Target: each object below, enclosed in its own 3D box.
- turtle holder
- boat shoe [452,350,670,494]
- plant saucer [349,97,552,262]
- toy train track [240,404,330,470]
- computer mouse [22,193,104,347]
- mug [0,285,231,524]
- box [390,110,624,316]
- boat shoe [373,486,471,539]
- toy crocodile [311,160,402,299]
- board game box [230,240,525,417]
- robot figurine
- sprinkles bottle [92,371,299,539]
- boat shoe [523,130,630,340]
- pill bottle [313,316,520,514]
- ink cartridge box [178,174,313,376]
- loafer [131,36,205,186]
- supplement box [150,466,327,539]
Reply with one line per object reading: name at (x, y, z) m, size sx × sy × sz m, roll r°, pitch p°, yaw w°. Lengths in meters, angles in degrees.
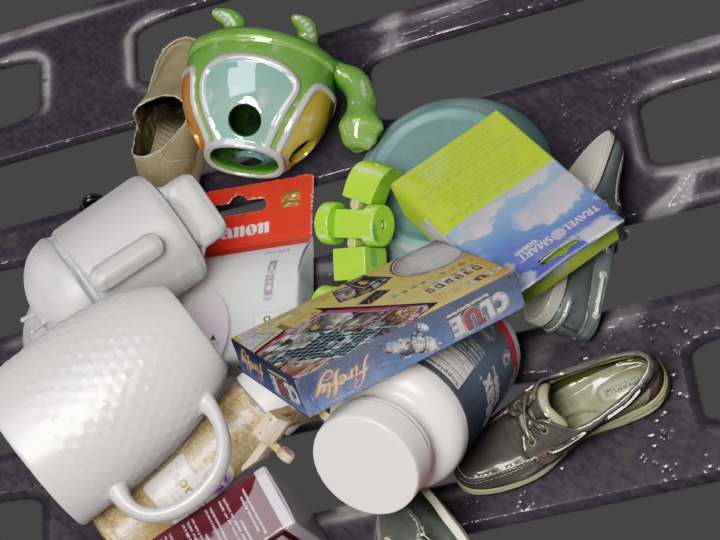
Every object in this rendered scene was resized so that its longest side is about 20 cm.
turtle holder at (-0.081, -0.155, 1.618) m, size 0.185 × 0.141 × 0.132 m, roll 18°, pitch 65°, yaw -20°
boat shoe at (0.161, 0.119, 1.414) m, size 0.200 × 0.066 × 0.072 m, roll -27°, pitch 59°, yaw 7°
plant saucer at (0.078, -0.081, 1.565) m, size 0.199 × 0.036 × 0.200 m, roll -9°, pitch 62°, yaw 17°
toy train track at (-0.036, 0.125, 1.419) m, size 0.033 × 0.200 × 0.115 m, roll 40°, pitch 103°, yaw 13°
computer mouse at (-0.273, 0.008, 1.639) m, size 0.110 × 0.044 × 0.200 m, roll 12°, pitch 70°, yaw 45°
mug at (-0.190, 0.118, 1.403) m, size 0.175 × 0.148 × 0.200 m, roll -38°, pitch 67°, yaw -6°
box at (0.127, -0.047, 1.448) m, size 0.122 × 0.048 × 0.200 m, roll -35°, pitch 44°, yaw -7°
boat shoe at (0.047, 0.217, 1.406) m, size 0.068 × 0.072 × 0.200 m, roll -39°, pitch 50°, yaw -7°
toy crocodile at (0.000, 0.000, 1.525) m, size 0.067 × 0.062 × 0.201 m, roll 3°, pitch 88°, yaw 36°
board game box at (0.012, 0.042, 1.349) m, size 0.200 × 0.035 × 0.135 m, roll -25°, pitch 21°, yaw -18°
robot figurine at (-0.219, -0.006, 1.527) m, size 0.200 × 0.170 × 0.113 m, roll -36°, pitch 94°, yaw -10°
sprinkles bottle at (-0.138, 0.167, 1.466) m, size 0.200 × 0.068 × 0.068 m, roll -42°, pitch 58°, yaw -4°
boat shoe at (0.201, -0.029, 1.489) m, size 0.062 × 0.073 × 0.200 m, roll 28°, pitch 63°, yaw -14°
pill bottle at (0.044, 0.107, 1.381) m, size 0.119 × 0.120 × 0.200 m, roll 7°, pitch 30°, yaw 24°
ink cartridge box at (-0.126, 0.002, 1.588) m, size 0.162 × 0.057 × 0.201 m, roll -9°, pitch 67°, yaw 18°
loafer at (-0.182, -0.160, 1.679) m, size 0.076 × 0.067 × 0.200 m, roll -9°, pitch 54°, yaw 16°
supplement box at (-0.135, 0.254, 1.435) m, size 0.200 × 0.109 × 0.061 m, roll -34°, pitch 65°, yaw 2°
